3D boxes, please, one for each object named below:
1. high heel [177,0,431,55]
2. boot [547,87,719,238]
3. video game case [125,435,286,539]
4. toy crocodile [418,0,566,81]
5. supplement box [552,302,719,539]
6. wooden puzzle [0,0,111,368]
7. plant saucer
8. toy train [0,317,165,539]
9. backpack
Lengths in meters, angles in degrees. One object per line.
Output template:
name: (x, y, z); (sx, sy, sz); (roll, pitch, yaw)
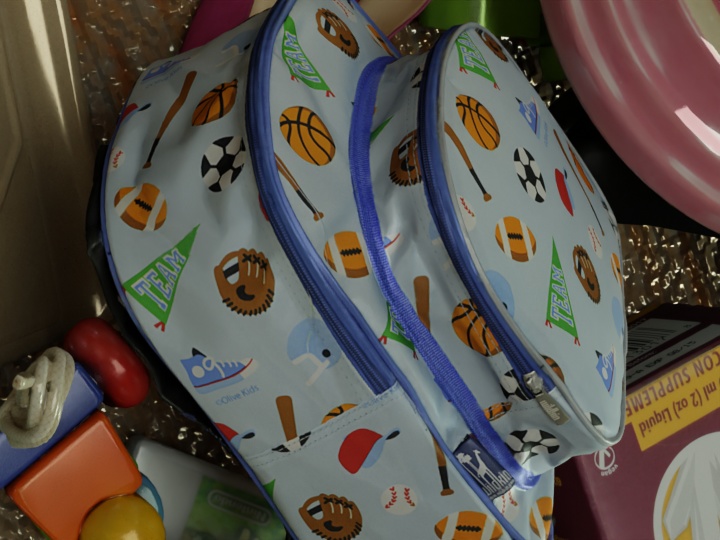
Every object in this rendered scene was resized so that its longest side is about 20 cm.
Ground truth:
high heel: (-0.002, -0.109, 0.893); (0.067, 0.096, 0.201); (37, 75, -25)
boot: (0.174, -0.013, 0.943); (0.197, 0.163, 0.074); (-9, 138, -44)
video game case: (-0.030, 0.184, 0.912); (0.199, 0.022, 0.183); (23, 83, -17)
toy crocodile: (0.114, -0.121, 0.982); (0.199, 0.062, 0.068); (-16, 99, -32)
supplement box: (0.135, 0.128, 0.983); (0.110, 0.085, 0.201); (-26, 104, -25)
wooden puzzle: (-0.166, -0.048, 0.809); (0.200, 0.037, 0.187); (-23, 105, -57)
plant saucer: (0.160, -0.108, 0.892); (0.199, 0.051, 0.202); (11, 66, -26)
toy train: (-0.082, 0.084, 0.786); (0.085, 0.200, 0.116); (-41, 94, -9)
backpack: (0.000, 0.000, 0.817); (0.154, 0.201, 0.190); (-34, 118, 22)
